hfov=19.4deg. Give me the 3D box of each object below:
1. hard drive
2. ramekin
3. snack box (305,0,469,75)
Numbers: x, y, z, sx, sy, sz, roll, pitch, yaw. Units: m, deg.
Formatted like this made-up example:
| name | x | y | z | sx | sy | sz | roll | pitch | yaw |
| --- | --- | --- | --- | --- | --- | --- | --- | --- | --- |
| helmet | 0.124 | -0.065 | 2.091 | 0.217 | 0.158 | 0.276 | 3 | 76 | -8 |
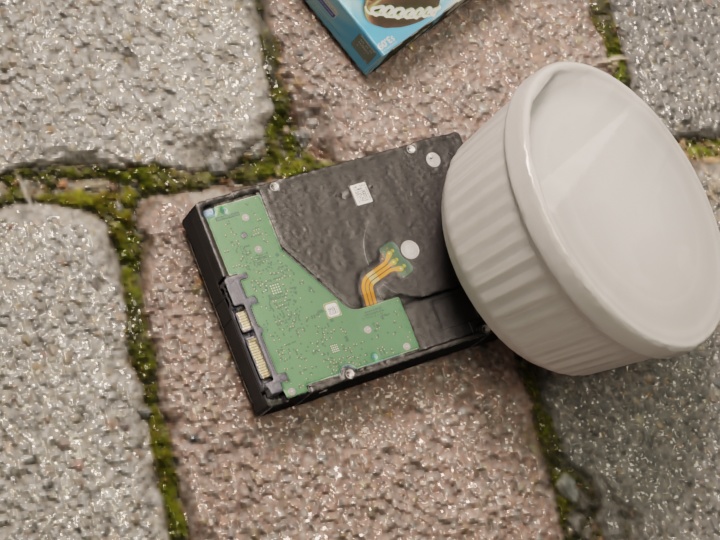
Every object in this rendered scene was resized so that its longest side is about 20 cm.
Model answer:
| name | x | y | z | sx | sy | sz | roll | pitch | yaw |
| --- | --- | --- | --- | --- | --- | --- | --- | --- | --- |
| hard drive | 0.000 | 0.000 | 1.350 | 0.200 | 0.038 | 0.140 | -17 | 78 | -28 |
| ramekin | 0.138 | -0.026 | 1.354 | 0.202 | 0.094 | 0.203 | 28 | 48 | -36 |
| snack box | 0.041 | -0.234 | 1.456 | 0.200 | 0.037 | 0.116 | -39 | 89 | -30 |
